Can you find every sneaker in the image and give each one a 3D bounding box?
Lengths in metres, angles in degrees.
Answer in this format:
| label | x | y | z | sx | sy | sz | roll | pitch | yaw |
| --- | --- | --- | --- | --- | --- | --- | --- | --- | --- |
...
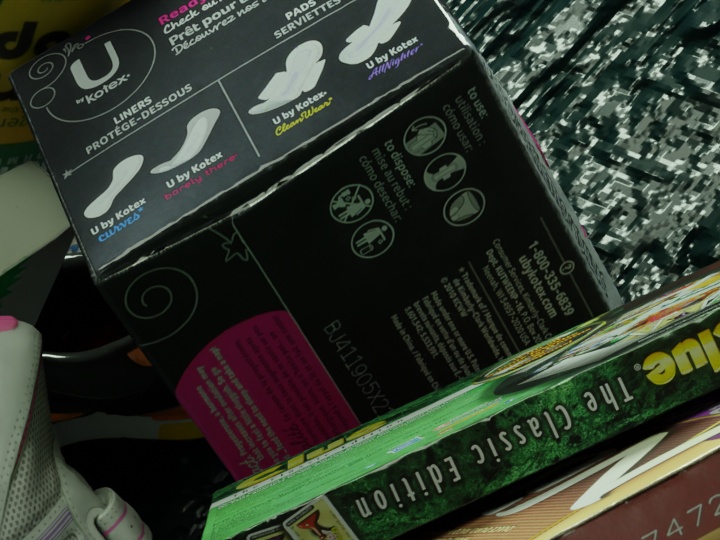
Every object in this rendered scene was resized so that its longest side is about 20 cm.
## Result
| label | x | y | z | sx | sy | sz | roll | pitch | yaw |
| --- | --- | --- | --- | --- | --- | --- | --- | --- | --- |
| sneaker | -0.128 | 0.029 | 1.029 | 0.199 | 0.090 | 0.070 | -14 | 55 | 19 |
| sneaker | -0.080 | 0.107 | 0.886 | 0.088 | 0.201 | 0.081 | -13 | 14 | -4 |

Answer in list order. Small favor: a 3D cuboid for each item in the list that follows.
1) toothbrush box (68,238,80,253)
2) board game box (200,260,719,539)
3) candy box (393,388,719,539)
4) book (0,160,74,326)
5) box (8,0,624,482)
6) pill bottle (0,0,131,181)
| label | x | y | z | sx | sy | sz | roll | pitch | yaw |
| --- | --- | --- | --- | --- | --- | --- | --- | --- | --- |
| toothbrush box | -0.150 | -0.103 | 1.092 | 0.086 | 0.200 | 0.146 | -30 | 41 | 2 |
| board game box | 0.052 | 0.033 | 0.759 | 0.200 | 0.024 | 0.105 | -25 | 5 | 2 |
| candy box | 0.052 | 0.076 | 0.760 | 0.116 | 0.057 | 0.200 | -26 | 3 | -14 |
| book | -0.168 | 0.064 | 0.936 | 0.048 | 0.200 | 0.134 | 40 | 44 | 12 |
| box | 0.000 | 0.000 | 0.902 | 0.132 | 0.200 | 0.115 | -31 | 42 | 1 |
| pill bottle | -0.128 | -0.088 | 0.932 | 0.112 | 0.200 | 0.113 | 13 | 45 | -13 |
